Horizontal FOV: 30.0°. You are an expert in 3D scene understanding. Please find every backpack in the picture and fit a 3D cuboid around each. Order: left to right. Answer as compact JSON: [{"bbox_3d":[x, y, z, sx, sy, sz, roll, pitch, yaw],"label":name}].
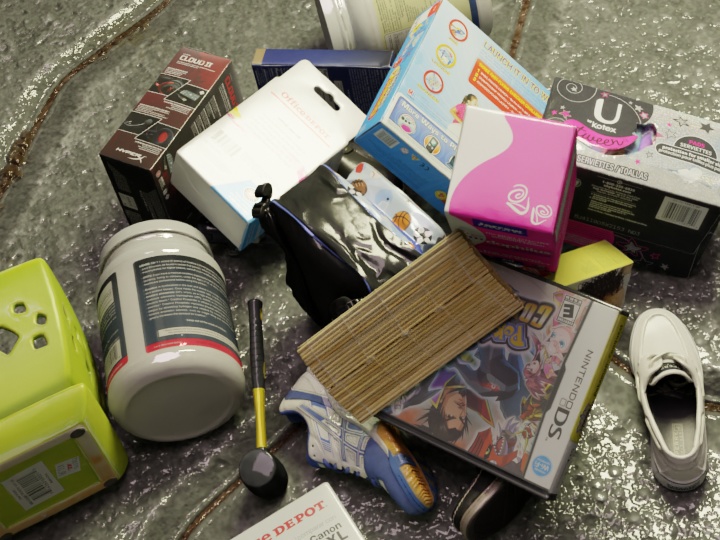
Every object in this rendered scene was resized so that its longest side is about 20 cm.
[{"bbox_3d":[0.000,0.000,1.374,0.153,0.191,0.200,-30,58,-20],"label":"backpack"}]

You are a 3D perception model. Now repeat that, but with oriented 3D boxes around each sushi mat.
[{"bbox_3d":[0.043,0.054,1.235,0.199,0.096,0.012,-37,12,18],"label":"sushi mat"}]

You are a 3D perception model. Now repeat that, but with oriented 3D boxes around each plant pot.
[{"bbox_3d":[-0.349,0.142,1.333,0.198,0.201,0.182,-26,59,-10],"label":"plant pot"}]

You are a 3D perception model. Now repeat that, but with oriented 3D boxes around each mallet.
[{"bbox_3d":[-0.102,0.123,1.330,0.041,0.066,0.202,-7,77,7],"label":"mallet"}]

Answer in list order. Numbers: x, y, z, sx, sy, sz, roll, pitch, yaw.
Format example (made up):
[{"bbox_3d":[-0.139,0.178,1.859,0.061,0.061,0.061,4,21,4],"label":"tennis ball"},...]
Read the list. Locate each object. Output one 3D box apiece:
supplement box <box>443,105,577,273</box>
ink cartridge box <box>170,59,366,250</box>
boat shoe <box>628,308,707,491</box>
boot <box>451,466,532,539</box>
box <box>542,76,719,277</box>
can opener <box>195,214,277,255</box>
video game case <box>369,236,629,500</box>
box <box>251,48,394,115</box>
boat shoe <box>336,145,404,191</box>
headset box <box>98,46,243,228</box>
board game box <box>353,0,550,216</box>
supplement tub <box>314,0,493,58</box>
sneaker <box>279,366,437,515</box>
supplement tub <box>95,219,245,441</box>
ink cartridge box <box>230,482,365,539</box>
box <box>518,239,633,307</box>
[{"bbox_3d":[0.142,-0.071,1.246,0.100,0.200,0.104,12,81,11],"label":"supplement box"},{"bbox_3d":[-0.097,-0.130,1.484,0.115,0.068,0.200,44,62,10],"label":"ink cartridge box"},{"bbox_3d":[0.299,0.112,1.304,0.071,0.066,0.201,-2,52,10],"label":"boat shoe"},{"bbox_3d":[0.110,0.156,1.302,0.150,0.073,0.200,27,58,27],"label":"boot"},{"bbox_3d":[0.274,-0.099,1.404,0.198,0.133,0.115,16,56,4],"label":"box"},{"bbox_3d":[-0.090,-0.054,1.517,0.198,0.079,0.064,5,45,3],"label":"can opener"},{"bbox_3d":[0.123,0.086,1.233,0.199,0.025,0.182,23,92,30],"label":"video game case"},{"bbox_3d":[-0.019,-0.205,1.582,0.198,0.122,0.033,4,52,14],"label":"box"},{"bbox_3d":[-0.045,-0.121,1.560,0.200,0.063,0.074,17,55,21],"label":"boat shoe"},{"bbox_3d":[-0.201,-0.147,1.554,0.075,0.149,0.201,18,57,22],"label":"headset box"},{"bbox_3d":[0.115,-0.163,1.485,0.056,0.200,0.197,-27,30,52],"label":"board game box"},{"bbox_3d":[0.050,-0.327,1.647,0.198,0.146,0.146,-17,51,-2],"label":"supplement tub"},{"bbox_3d":[-0.003,0.177,1.323,0.088,0.075,0.200,-43,55,3],"label":"sneaker"},{"bbox_3d":[-0.201,0.061,1.396,0.139,0.141,0.201,-15,51,-1],"label":"supplement tub"},{"bbox_3d":[-0.038,0.314,1.202,0.145,0.083,0.200,-30,53,-11],"label":"ink cartridge box"},{"bbox_3d":[0.178,0.033,1.345,0.199,0.076,0.050,-17,41,-26],"label":"box"}]
